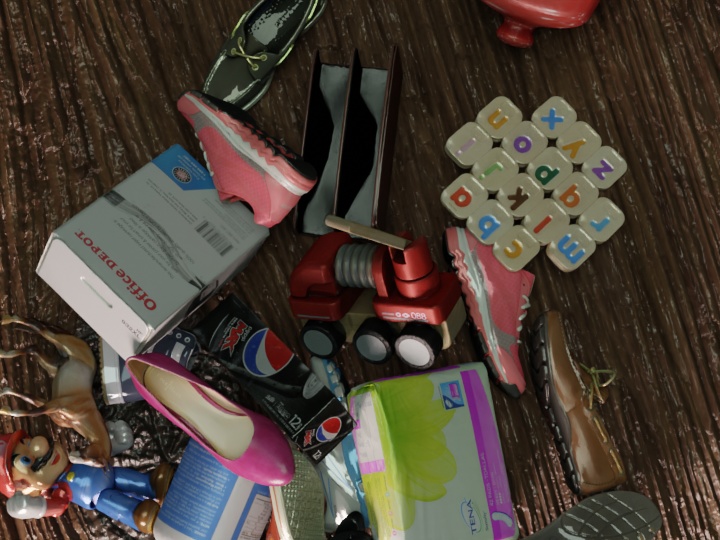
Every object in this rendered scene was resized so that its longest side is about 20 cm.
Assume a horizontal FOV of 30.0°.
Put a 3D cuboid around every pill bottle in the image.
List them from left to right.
[{"bbox_3d":[-0.154,0.254,1.433,0.112,0.112,0.200,23,85,5],"label":"pill bottle"}]

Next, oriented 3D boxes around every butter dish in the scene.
[{"bbox_3d":[0.189,-0.315,1.459,0.200,0.199,0.148,20,108,6],"label":"butter dish"}]

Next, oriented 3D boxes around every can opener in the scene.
[{"bbox_3d":[-0.014,0.357,1.418,0.063,0.079,0.200,14,109,27],"label":"can opener"}]

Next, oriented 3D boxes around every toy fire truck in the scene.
[{"bbox_3d":[0.000,0.000,1.379,0.176,0.129,0.200,4,127,28],"label":"toy fire truck"}]

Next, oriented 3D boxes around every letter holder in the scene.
[{"bbox_3d":[-0.015,-0.140,1.453,0.100,0.142,0.200,6,85,3],"label":"letter holder"}]

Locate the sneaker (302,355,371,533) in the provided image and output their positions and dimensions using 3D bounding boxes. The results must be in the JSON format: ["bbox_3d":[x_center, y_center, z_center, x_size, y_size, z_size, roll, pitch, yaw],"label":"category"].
[{"bbox_3d":[-0.038,0.191,1.457,0.087,0.075,0.200,-16,83,7],"label":"sneaker"}]

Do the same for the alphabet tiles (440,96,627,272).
[{"bbox_3d":[0.192,-0.096,1.481,0.196,0.015,0.200,-42,84,-20],"label":"alphabet tiles"}]

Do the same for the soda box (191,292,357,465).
[{"bbox_3d":[-0.093,0.111,1.420,0.063,0.071,0.200,-43,52,-8],"label":"soda box"}]

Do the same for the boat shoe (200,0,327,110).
[{"bbox_3d":[-0.114,-0.255,1.511,0.072,0.060,0.202,39,87,6],"label":"boat shoe"}]

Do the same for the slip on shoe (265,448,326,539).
[{"bbox_3d":[-0.074,0.272,1.412,0.061,0.074,0.200,11,126,29],"label":"slip on shoe"}]

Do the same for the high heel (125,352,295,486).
[{"bbox_3d":[-0.151,0.147,1.344,0.200,0.096,0.067,41,95,31],"label":"high heel"}]

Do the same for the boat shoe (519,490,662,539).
[{"bbox_3d":[0.226,0.293,1.433,0.200,0.072,0.076,-19,71,-13],"label":"boat shoe"}]

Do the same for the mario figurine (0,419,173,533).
[{"bbox_3d":[-0.307,0.215,1.445,0.200,0.123,0.106,14,97,0],"label":"mario figurine"}]

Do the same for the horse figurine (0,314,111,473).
[{"bbox_3d":[-0.330,0.118,1.451,0.132,0.200,0.050,18,125,-28],"label":"horse figurine"}]

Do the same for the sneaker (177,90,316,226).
[{"bbox_3d":[-0.140,-0.121,1.430,0.200,0.074,0.087,40,104,30],"label":"sneaker"}]

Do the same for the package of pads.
[{"bbox_3d":[0.075,0.206,1.418,0.154,0.068,0.200,-8,82,-31],"label":"package of pads"}]

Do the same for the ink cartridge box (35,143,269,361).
[{"bbox_3d":[-0.219,-0.020,1.427,0.145,0.084,0.200,44,49,4],"label":"ink cartridge box"}]

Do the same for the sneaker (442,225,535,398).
[{"bbox_3d":[0.156,0.038,1.461,0.087,0.074,0.200,-18,84,-2],"label":"sneaker"}]

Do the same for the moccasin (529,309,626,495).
[{"bbox_3d":[0.236,0.138,1.447,0.078,0.074,0.202,-17,80,-8],"label":"moccasin"}]

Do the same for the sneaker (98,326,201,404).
[{"bbox_3d":[-0.233,0.044,1.483,0.108,0.070,0.200,-4,82,-1],"label":"sneaker"}]
